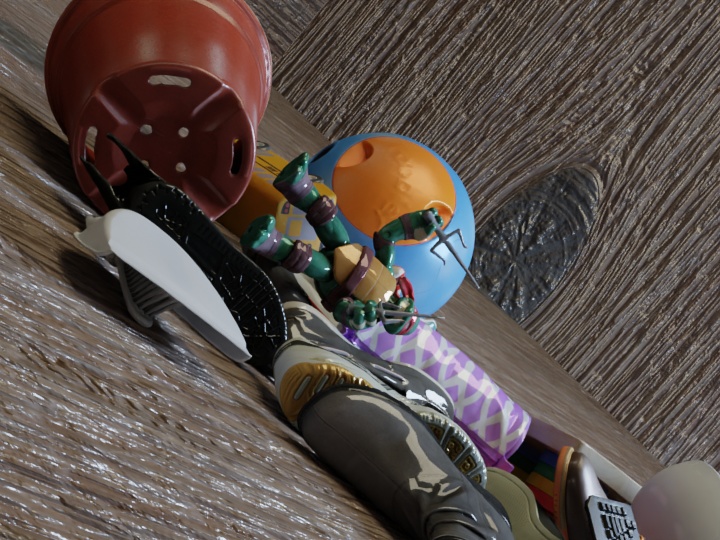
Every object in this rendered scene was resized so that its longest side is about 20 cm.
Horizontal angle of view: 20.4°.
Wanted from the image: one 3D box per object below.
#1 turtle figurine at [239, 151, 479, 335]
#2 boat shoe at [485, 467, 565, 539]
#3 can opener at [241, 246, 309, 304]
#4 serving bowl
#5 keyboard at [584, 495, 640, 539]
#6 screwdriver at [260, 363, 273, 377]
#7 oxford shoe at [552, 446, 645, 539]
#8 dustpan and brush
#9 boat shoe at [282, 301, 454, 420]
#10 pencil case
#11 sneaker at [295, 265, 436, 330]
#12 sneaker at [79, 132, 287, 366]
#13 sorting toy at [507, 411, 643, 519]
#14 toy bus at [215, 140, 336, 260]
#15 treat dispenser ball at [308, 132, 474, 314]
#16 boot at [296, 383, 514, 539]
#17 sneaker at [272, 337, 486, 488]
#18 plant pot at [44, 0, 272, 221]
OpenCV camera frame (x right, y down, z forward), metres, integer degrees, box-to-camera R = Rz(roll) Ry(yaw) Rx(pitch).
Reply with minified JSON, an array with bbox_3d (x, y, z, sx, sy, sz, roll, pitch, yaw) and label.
[{"bbox_3d":[0.000,0.000,1.682,0.200,0.101,0.150,37,43,-16],"label":"turtle figurine"},{"bbox_3d":[0.127,0.223,1.540,0.200,0.072,0.068,46,-13,53],"label":"boat shoe"},{"bbox_3d":[-0.076,0.014,1.766,0.066,0.053,0.200,40,6,-18],"label":"can opener"},{"bbox_3d":[0.265,0.265,1.699,0.065,0.202,0.200,-3,19,-12],"label":"serving bowl"},{"bbox_3d":[0.221,0.271,1.501,0.127,0.021,0.201,27,46,-57],"label":"keyboard"},{"bbox_3d":[-0.023,0.101,1.555,0.200,0.029,0.028,38,6,-1],"label":"screwdriver"},{"bbox_3d":[0.205,0.219,1.593,0.201,0.072,0.071,66,30,-31],"label":"oxford shoe"},{"bbox_3d":[-0.160,-0.006,1.415,0.139,0.057,0.200,40,13,-32],"label":"dustpan and brush"},{"bbox_3d":[-0.001,0.097,1.637,0.199,0.067,0.057,33,32,-29],"label":"boat shoe"},{"bbox_3d":[0.058,0.101,1.769,0.200,0.084,0.086,37,13,-6],"label":"pencil case"},{"bbox_3d":[-0.011,0.017,1.876,0.200,0.093,0.070,46,-20,24],"label":"sneaker"},{"bbox_3d":[-0.135,-0.016,1.525,0.200,0.060,0.104,53,-13,-18],"label":"sneaker"},{"bbox_3d":[0.193,0.207,1.868,0.199,0.070,0.200,38,-7,-31],"label":"sorting toy"},{"bbox_3d":[-0.092,-0.067,1.808,0.078,0.066,0.200,1,18,-32],"label":"toy bus"},{"bbox_3d":[0.016,-0.039,2.036,0.201,0.201,0.201,41,6,-5],"label":"treat dispenser ball"},{"bbox_3d":[0.046,0.165,1.399,0.200,0.070,0.132,35,12,-17],"label":"boot"},{"bbox_3d":[0.015,0.113,1.516,0.200,0.076,0.088,39,6,-26],"label":"sneaker"},{"bbox_3d":[-0.166,-0.133,1.663,0.200,0.201,0.195,39,14,-20],"label":"plant pot"}]
